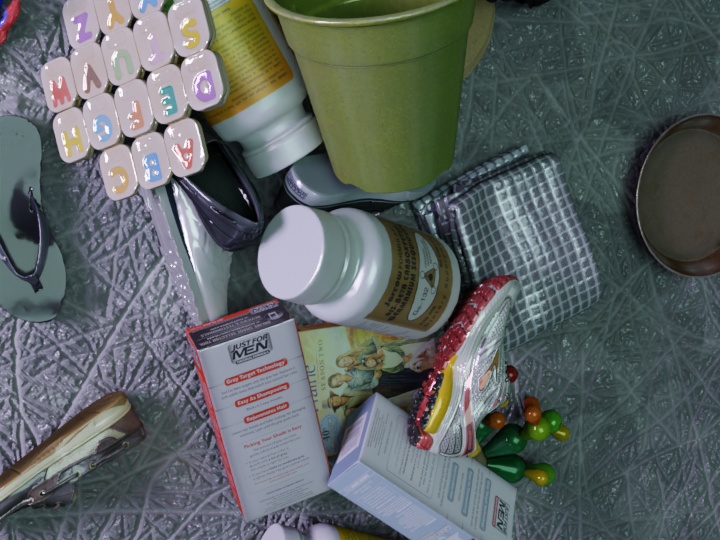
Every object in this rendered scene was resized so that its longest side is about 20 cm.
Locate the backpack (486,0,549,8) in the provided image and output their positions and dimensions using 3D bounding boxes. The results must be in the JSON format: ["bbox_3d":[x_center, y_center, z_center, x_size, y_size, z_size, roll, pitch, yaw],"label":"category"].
[{"bbox_3d":[0.195,-0.347,0.966,0.166,0.200,0.127,-21,90,14],"label":"backpack"}]

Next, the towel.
[{"bbox_3d":[0.171,-0.023,1.061,0.165,0.086,0.201,-26,105,-16],"label":"towel"}]

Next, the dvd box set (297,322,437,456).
[{"bbox_3d":[-0.009,0.126,1.044,0.199,0.029,0.148,-6,99,-20],"label":"dvd box set"}]

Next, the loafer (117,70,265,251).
[{"bbox_3d":[-0.154,-0.111,0.885,0.068,0.070,0.201,-35,88,-31],"label":"loafer"}]

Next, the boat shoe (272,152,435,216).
[{"bbox_3d":[-0.005,-0.082,0.992,0.199,0.068,0.074,-18,65,-45],"label":"boat shoe"}]

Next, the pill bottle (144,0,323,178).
[{"bbox_3d":[-0.118,-0.196,0.919,0.111,0.111,0.201,-34,107,-13],"label":"pill bottle"}]

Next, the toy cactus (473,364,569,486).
[{"bbox_3d":[0.149,0.192,1.077,0.164,0.103,0.200,-30,137,8],"label":"toy cactus"}]

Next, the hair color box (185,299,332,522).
[{"bbox_3d":[-0.099,0.141,0.950,0.101,0.061,0.201,-17,114,-16],"label":"hair color box"}]

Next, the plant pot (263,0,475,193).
[{"bbox_3d":[0.022,-0.181,0.881,0.199,0.200,0.191,-20,127,-17],"label":"plant pot"}]

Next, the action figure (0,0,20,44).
[{"bbox_3d":[-0.325,-0.276,0.845,0.065,0.099,0.201,22,92,-20],"label":"action figure"}]

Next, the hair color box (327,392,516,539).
[{"bbox_3d":[0.069,0.229,0.998,0.199,0.099,0.061,35,128,-13],"label":"hair color box"}]

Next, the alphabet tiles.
[{"bbox_3d":[-0.210,-0.171,0.861,0.199,0.015,0.197,-15,88,27],"label":"alphabet tiles"}]

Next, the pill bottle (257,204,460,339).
[{"bbox_3d":[0.000,0.000,0.940,0.199,0.114,0.115,15,92,-47],"label":"pill bottle"}]

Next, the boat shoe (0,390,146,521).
[{"bbox_3d":[-0.299,0.202,0.925,0.200,0.073,0.065,-38,102,-12],"label":"boat shoe"}]

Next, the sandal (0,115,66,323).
[{"bbox_3d":[-0.328,-0.045,0.899,0.076,0.043,0.202,-11,100,-18],"label":"sandal"}]

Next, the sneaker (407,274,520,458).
[{"bbox_3d":[0.120,0.099,0.981,0.082,0.078,0.201,24,89,-12],"label":"sneaker"}]

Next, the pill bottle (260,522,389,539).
[{"bbox_3d":[-0.013,0.340,1.026,0.199,0.112,0.113,22,89,-21],"label":"pill bottle"}]

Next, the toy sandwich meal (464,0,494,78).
[{"bbox_3d":[0.046,-0.277,0.996,0.204,0.070,0.207,-4,100,-22],"label":"toy sandwich meal"}]

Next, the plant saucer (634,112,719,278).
[{"bbox_3d":[0.415,-0.092,1.169,0.199,0.034,0.202,-2,97,-19],"label":"plant saucer"}]

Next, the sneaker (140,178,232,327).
[{"bbox_3d":[-0.158,-0.029,0.951,0.080,0.076,0.201,-20,105,-26],"label":"sneaker"}]
